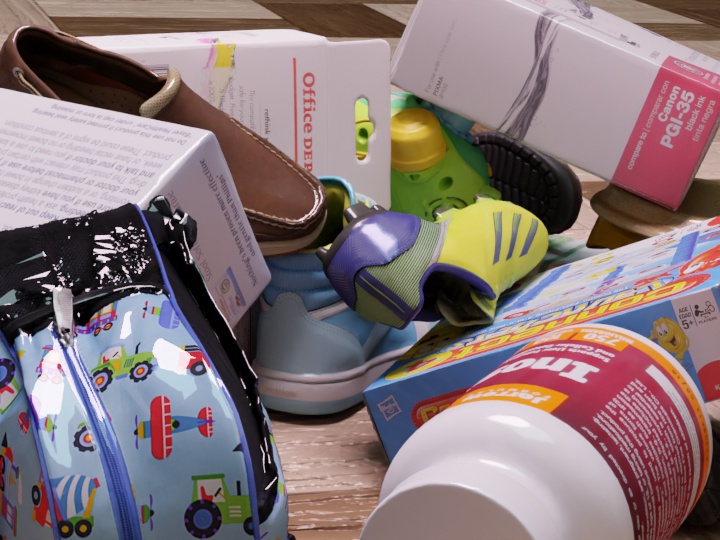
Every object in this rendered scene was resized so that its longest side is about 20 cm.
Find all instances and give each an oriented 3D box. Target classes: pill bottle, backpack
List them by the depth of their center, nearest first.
[{"bbox_3d":[-0.101,0.091,0.705,0.134,0.183,0.200,-11,31,-17],"label":"backpack"},{"bbox_3d":[0.077,0.100,0.802,0.113,0.113,0.200,10,17,22],"label":"pill bottle"}]

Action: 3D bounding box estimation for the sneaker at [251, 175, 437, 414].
[{"bbox_3d":[0.000,0.000,1.108,0.079,0.131,0.200,7,16,20],"label":"sneaker"}]

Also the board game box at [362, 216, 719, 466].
[{"bbox_3d":[0.126,0.037,0.999,0.199,0.056,0.196,-18,7,22],"label":"board game box"}]

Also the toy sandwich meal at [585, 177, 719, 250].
[{"bbox_3d":[0.233,-0.011,1.188,0.204,0.071,0.205,9,14,-2],"label":"toy sandwich meal"}]

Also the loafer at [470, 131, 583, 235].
[{"bbox_3d":[0.103,-0.070,1.365,0.071,0.073,0.200,2,13,-35],"label":"loafer"}]

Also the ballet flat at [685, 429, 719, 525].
[{"bbox_3d":[0.152,0.089,1.005,0.066,0.057,0.200,-24,11,3],"label":"ballet flat"}]

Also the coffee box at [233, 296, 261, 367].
[{"bbox_3d":[-0.109,0.022,1.098,0.114,0.080,0.200,6,16,21],"label":"coffee box"}]

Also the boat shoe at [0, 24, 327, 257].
[{"bbox_3d":[-0.109,-0.072,0.999,0.202,0.075,0.075,22,56,-2],"label":"boat shoe"}]

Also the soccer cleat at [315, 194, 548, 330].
[{"bbox_3d":[0.055,0.003,1.029,0.084,0.065,0.200,46,26,24],"label":"soccer cleat"}]

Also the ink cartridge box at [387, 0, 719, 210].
[{"bbox_3d":[0.133,-0.124,1.172,0.199,0.083,0.147,25,17,8],"label":"ink cartridge box"}]

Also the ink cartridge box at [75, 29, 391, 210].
[{"bbox_3d":[-0.084,-0.085,1.119,0.199,0.117,0.067,-5,14,-21],"label":"ink cartridge box"}]

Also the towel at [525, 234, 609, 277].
[{"bbox_3d":[0.142,-0.001,1.309,0.199,0.031,0.149,12,11,20],"label":"towel"}]

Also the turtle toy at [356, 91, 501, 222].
[{"bbox_3d":[0.010,-0.068,1.236,0.199,0.146,0.101,12,43,31],"label":"turtle toy"}]

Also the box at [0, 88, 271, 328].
[{"bbox_3d":[-0.180,0.015,0.918,0.183,0.105,0.200,14,50,34],"label":"box"}]
